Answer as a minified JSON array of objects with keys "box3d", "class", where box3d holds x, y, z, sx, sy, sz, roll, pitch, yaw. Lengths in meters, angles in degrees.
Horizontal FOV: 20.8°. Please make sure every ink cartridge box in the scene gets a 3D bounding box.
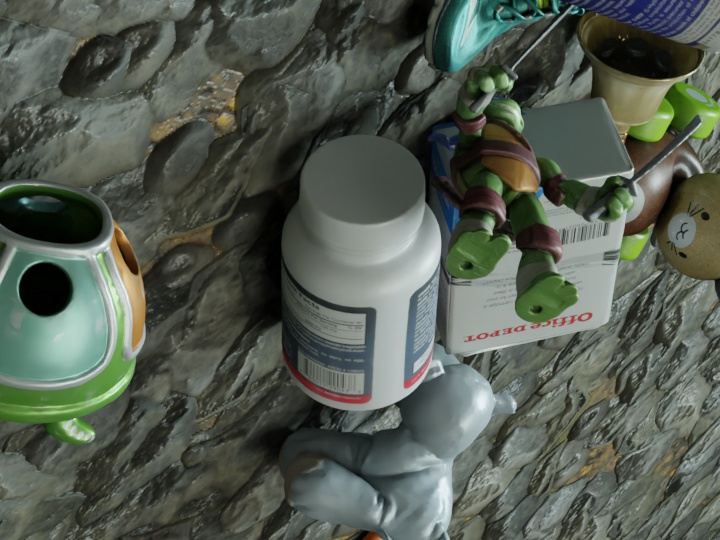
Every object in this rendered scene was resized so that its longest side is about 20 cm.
[{"box3d":[0.131,-0.032,1.583,0.145,0.085,0.201,-10,143,-9],"class":"ink cartridge box"}]

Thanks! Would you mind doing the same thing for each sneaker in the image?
[{"box3d":[0.126,-0.212,1.409,0.200,0.080,0.078,-41,151,-10],"class":"sneaker"}]

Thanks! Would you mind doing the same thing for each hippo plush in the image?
[{"box3d":[0.031,0.139,1.631,0.159,0.200,0.162,18,104,-24],"class":"hippo plush"}]

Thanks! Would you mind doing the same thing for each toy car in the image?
[{"box3d":[0.285,-0.042,1.707,0.157,0.200,0.165,-7,132,-50],"class":"toy car"}]

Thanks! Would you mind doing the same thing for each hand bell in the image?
[{"box3d":[0.210,-0.109,1.613,0.104,0.104,0.201,-26,143,-33],"class":"hand bell"}]

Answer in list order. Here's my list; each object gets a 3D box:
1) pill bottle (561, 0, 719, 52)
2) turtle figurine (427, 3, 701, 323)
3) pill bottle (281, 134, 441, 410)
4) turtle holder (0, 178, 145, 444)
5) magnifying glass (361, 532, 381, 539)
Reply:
[{"box3d":[0.175,-0.233,1.332,0.199,0.120,0.120,16,120,-17],"class":"pill bottle"},{"box3d":[0.129,-0.077,1.374,0.199,0.195,0.144,-9,135,17],"class":"turtle figurine"},{"box3d":[0.000,0.000,1.459,0.119,0.120,0.201,-32,147,-26],"class":"pill bottle"},{"box3d":[-0.218,0.010,1.183,0.141,0.185,0.132,-63,175,-54],"class":"turtle holder"},{"box3d":[-0.043,0.323,1.901,0.200,0.022,0.080,-47,151,-2],"class":"magnifying glass"}]
